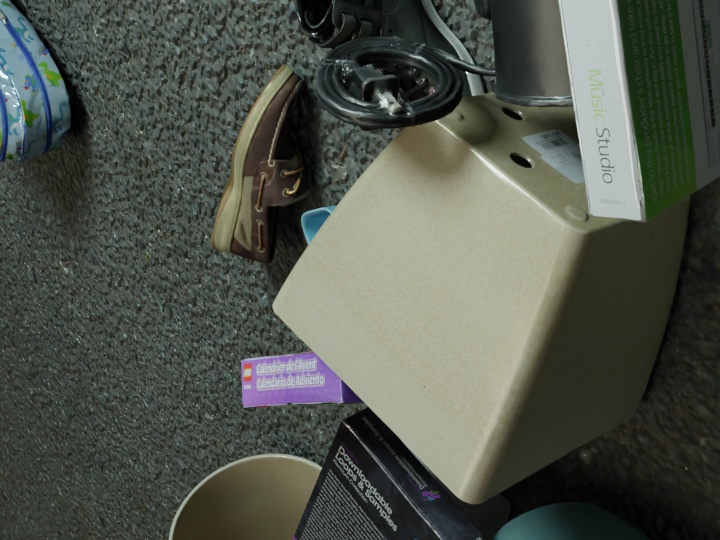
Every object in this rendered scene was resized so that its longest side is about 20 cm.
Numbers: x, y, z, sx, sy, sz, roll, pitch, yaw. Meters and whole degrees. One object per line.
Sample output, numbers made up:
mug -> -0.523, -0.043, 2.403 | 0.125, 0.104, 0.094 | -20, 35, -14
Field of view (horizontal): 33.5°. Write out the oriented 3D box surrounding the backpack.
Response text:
backpack -> -0.409, -0.213, 1.359 | 0.200, 0.154, 0.163 | 42, 135, 8

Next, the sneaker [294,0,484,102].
sneaker -> 0.016, -0.155, 0.858 | 0.071, 0.099, 0.201 | -23, 94, 53

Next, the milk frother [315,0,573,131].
milk frother -> 0.071, -0.188, 0.678 | 0.180, 0.199, 0.190 | 14, 122, 49

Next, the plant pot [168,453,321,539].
plant pot -> -0.085, 0.326, 1.245 | 0.187, 0.187, 0.201 | 34, 149, 36

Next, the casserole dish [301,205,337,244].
casserole dish -> 0.000, 0.000, 0.979 | 0.122, 0.039, 0.200 | 67, 168, -4

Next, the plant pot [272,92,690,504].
plant pot -> 0.095, -0.007, 0.782 | 0.200, 0.199, 0.178 | 42, 127, 28

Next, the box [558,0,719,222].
box -> 0.172, -0.125, 0.585 | 0.036, 0.199, 0.146 | 8, 117, 46

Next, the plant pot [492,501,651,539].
plant pot -> 0.156, 0.252, 0.876 | 0.201, 0.198, 0.136 | 110, 155, -46

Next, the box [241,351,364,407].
box -> 0.028, 0.080, 0.903 | 0.136, 0.199, 0.040 | -12, 78, 54

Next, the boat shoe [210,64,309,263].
boat shoe -> -0.076, -0.087, 1.062 | 0.071, 0.072, 0.201 | 24, 125, 2

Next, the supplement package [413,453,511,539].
supplement package -> 0.042, 0.269, 1.068 | 0.119, 0.121, 0.201 | 35, 137, 35

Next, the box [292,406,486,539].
box -> 0.016, 0.219, 0.936 | 0.143, 0.036, 0.201 | 48, 142, 24
